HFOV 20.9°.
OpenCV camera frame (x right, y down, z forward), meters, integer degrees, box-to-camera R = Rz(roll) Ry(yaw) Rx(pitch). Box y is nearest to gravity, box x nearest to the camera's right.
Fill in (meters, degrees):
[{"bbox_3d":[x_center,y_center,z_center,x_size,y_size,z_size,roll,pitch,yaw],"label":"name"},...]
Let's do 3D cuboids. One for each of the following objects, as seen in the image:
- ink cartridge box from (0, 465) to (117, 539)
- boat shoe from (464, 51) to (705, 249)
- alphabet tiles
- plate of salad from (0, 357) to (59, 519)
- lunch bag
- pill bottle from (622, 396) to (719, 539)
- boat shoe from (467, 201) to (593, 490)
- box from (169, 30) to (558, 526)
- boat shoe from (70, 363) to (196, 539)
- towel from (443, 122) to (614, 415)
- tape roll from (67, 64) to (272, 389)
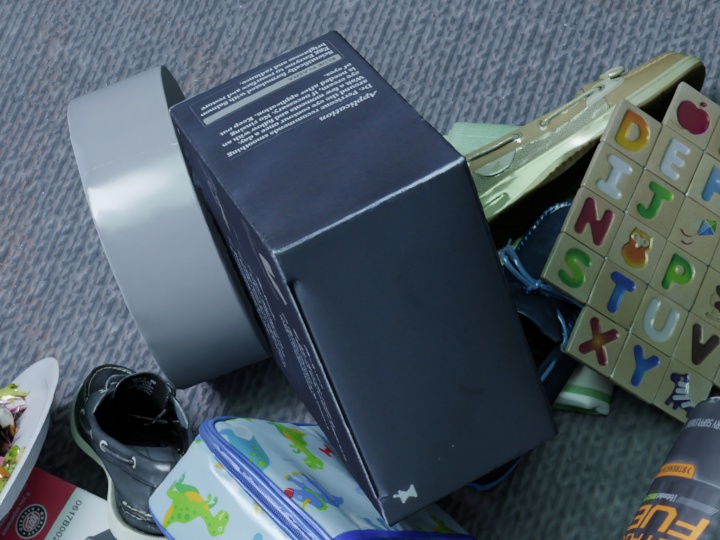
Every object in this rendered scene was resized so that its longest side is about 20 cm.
[{"bbox_3d":[-0.155,0.227,1.198,0.199,0.086,0.148,21,69,23],"label":"ink cartridge box"},{"bbox_3d":[0.134,-0.089,1.277,0.200,0.073,0.063,-36,66,-1],"label":"boat shoe"},{"bbox_3d":[0.205,-0.011,1.222,0.166,0.006,0.200,31,70,-15],"label":"alphabet tiles"},{"bbox_3d":[-0.255,0.134,1.222,0.048,0.200,0.200,34,71,-18],"label":"plate of salad"},{"bbox_3d":[-0.014,0.160,1.133,0.161,0.200,0.083,43,103,28],"label":"lunch bag"},{"bbox_3d":[0.198,0.182,1.127,0.106,0.106,0.200,24,71,22],"label":"pill bottle"},{"bbox_3d":[0.108,0.040,1.213,0.084,0.069,0.201,12,66,16],"label":"boat shoe"},{"bbox_3d":[0.000,0.000,1.109,0.117,0.197,0.200,-27,34,-8],"label":"box"},{"bbox_3d":[-0.138,0.098,1.222,0.074,0.066,0.199,8,23,-15],"label":"boat shoe"},{"bbox_3d":[0.110,-0.005,1.290,0.152,0.023,0.201,6,64,15],"label":"towel"},{"bbox_3d":[-0.120,-0.027,1.251,0.066,0.200,0.201,-21,61,3],"label":"tape roll"}]
